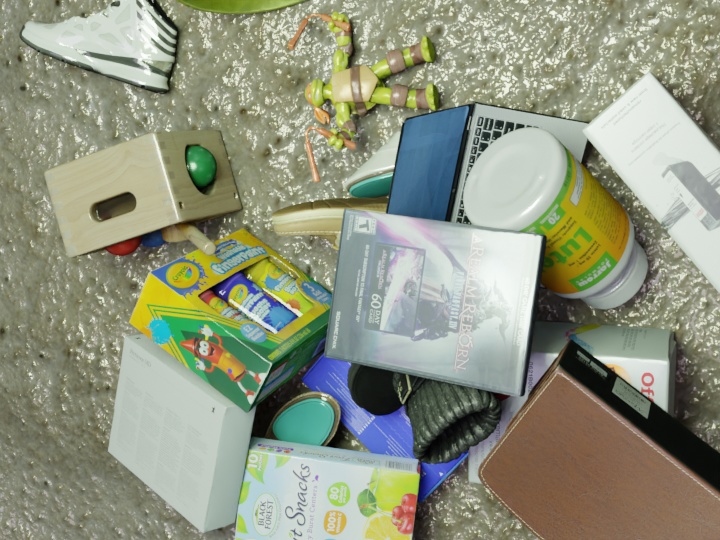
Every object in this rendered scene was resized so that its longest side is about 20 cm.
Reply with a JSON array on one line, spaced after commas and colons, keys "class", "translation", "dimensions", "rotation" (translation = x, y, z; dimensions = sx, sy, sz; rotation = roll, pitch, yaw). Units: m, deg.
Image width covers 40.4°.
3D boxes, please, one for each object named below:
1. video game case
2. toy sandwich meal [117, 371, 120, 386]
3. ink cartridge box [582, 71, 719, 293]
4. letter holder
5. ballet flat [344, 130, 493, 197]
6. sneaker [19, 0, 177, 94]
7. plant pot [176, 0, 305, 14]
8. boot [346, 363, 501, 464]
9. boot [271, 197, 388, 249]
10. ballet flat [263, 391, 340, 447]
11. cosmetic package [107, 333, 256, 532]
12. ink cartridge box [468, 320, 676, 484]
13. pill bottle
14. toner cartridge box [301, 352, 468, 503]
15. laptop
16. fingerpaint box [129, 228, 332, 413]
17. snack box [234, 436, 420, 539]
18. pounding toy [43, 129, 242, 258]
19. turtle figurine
[{"class": "video game case", "translation": [0.065, 0.026, 0.903], "dimensions": [0.198, 0.019, 0.145], "rotation": [9, 92, 26]}, {"class": "toy sandwich meal", "translation": [-0.214, 0.152, 1.218], "dimensions": [0.202, 0.070, 0.208], "rotation": [5, 102, 22]}, {"class": "ink cartridge box", "translation": [0.315, -0.087, 0.945], "dimensions": [0.084, 0.144, 0.201], "rotation": [-40, 85, 20]}, {"class": "letter holder", "translation": [0.224, 0.189, 0.891], "dimensions": [0.199, 0.100, 0.143], "rotation": [38, 109, 10]}, {"class": "ballet flat", "translation": [0.076, -0.130, 1.075], "dimensions": [0.197, 0.069, 0.070], "rotation": [-12, 94, 17]}, {"class": "sneaker", "translation": [-0.309, -0.296, 1.187], "dimensions": [0.198, 0.076, 0.117], "rotation": [19, 96, 8]}, {"class": "plant pot", "translation": [-0.122, -0.407, 1.043], "dimensions": [0.198, 0.200, 0.196], "rotation": [-12, 82, 21]}, {"class": "boot", "translation": [0.057, 0.131, 0.995], "dimensions": [0.212, 0.078, 0.159], "rotation": [114, 143, -48]}, {"class": "boot", "translation": [0.000, 0.000, 1.085], "dimensions": [0.197, 0.073, 0.158], "rotation": [-1, 103, -13]}, {"class": "ballet flat", "translation": [-0.080, 0.201, 1.167], "dimensions": [0.071, 0.065, 0.200], "rotation": [45, 121, 5]}, {"class": "cosmetic package", "translation": [-0.208, 0.179, 1.118], "dimensions": [0.199, 0.051, 0.153], "rotation": [26, 113, 39]}, {"class": "ink cartridge box", "translation": [0.222, 0.139, 1.014], "dimensions": [0.197, 0.144, 0.148], "rotation": [2, 99, 18]}, {"class": "pill bottle", "translation": [0.200, -0.042, 0.964], "dimensions": [0.110, 0.199, 0.112], "rotation": [-27, 45, 31]}, {"class": "toner cartridge box", "translation": [0.034, 0.162, 1.140], "dimensions": [0.200, 0.043, 0.095], "rotation": [45, 111, 8]}, {"class": "laptop", "translation": [0.123, -0.061, 0.988], "dimensions": [0.197, 0.116, 0.190], "rotation": [10, 114, -1]}, {"class": "fingerpaint box", "translation": [-0.128, 0.047, 1.093], "dimensions": [0.166, 0.200, 0.074], "rotation": [35, 116, 12]}, {"class": "snack box", "translation": [-0.037, 0.275, 1.105], "dimensions": [0.197, 0.053, 0.144], "rotation": [8, 98, 3]}, {"class": "pounding toy", "translation": [-0.229, -0.075, 1.122], "dimensions": [0.198, 0.184, 0.144], "rotation": [-15, 94, 21]}, {"class": "turtle figurine", "translation": [0.005, -0.194, 1.079], "dimensions": [0.159, 0.064, 0.203], "rotation": [-6, 72, 13]}]
